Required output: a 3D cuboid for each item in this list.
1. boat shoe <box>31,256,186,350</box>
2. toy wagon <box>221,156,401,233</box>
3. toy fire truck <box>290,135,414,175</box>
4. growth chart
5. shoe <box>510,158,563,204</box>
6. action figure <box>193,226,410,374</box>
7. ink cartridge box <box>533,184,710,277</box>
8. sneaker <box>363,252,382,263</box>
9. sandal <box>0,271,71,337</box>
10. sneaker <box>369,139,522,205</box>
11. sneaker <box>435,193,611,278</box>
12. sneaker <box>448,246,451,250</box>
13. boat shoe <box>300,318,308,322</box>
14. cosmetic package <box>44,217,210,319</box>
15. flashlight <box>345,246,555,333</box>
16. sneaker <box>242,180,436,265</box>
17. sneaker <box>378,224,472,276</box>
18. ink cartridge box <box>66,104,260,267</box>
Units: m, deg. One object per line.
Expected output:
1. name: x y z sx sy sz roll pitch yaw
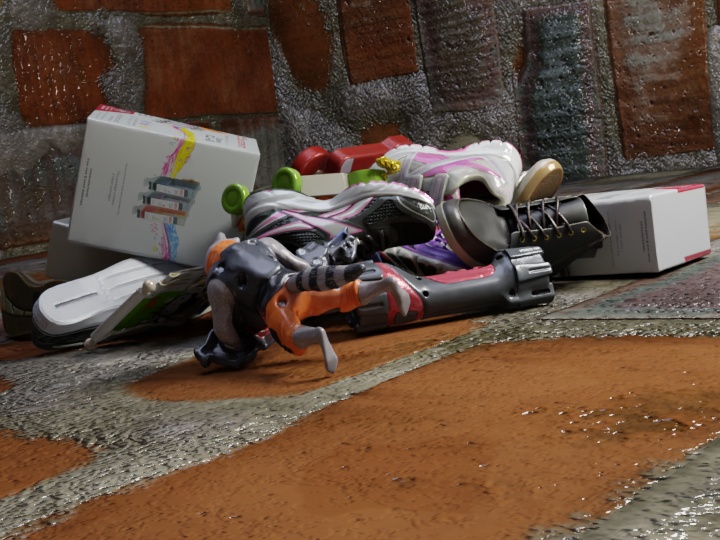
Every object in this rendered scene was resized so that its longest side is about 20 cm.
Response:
1. boat shoe: -0.278 0.038 1.254 0.198 0.073 0.071 -11 -26 -38
2. toy wagon: -0.045 -0.077 1.200 0.198 0.040 0.155 -13 -11 32
3. toy fire truck: -0.009 -0.081 1.526 0.167 0.202 0.112 -13 38 -40
4. growth chart: -0.195 0.032 1.216 0.199 0.018 0.145 -16 -22 -47
5. shoe: 0.191 -0.082 1.416 0.070 0.054 0.201 -28 -19 -31
6. action figure: -0.054 0.002 0.976 0.192 0.105 0.200 16 47 33
7. ink cartridge box: 0.273 -0.044 1.275 0.198 0.085 0.144 -4 7 41
8. sneaker: 0.000 0.000 1.233 0.087 0.076 0.200 22 2 -20
9. sandal: -0.380 0.044 1.363 0.199 0.081 0.054 0 -6 45
10. sneaker: 0.093 -0.099 1.336 0.197 0.082 0.089 -9 36 13
11. sneaker: 0.166 -0.051 1.147 0.106 0.076 0.199 -34 -31 31
12. sneaker: 0.083 -0.026 1.388 0.198 0.075 0.118 0 9 -25
13. boat shoe: -0.095 0.014 1.188 0.074 0.087 0.202 -6 7 9
14. cosmetic package: -0.272 -0.007 1.380 0.198 0.074 0.103 15 10 12
15. flashlight: 0.082 0.012 1.081 0.197 0.069 0.068 -11 12 -15
16. sneaker: -0.021 -0.027 1.112 0.197 0.087 0.081 -5 -36 11
17. sneaker: 0.064 -0.036 1.219 0.081 0.084 0.200 43 -6 -40
18. ink cartridge box: -0.225 -0.097 1.312 0.197 0.146 0.145 12 12 -10
